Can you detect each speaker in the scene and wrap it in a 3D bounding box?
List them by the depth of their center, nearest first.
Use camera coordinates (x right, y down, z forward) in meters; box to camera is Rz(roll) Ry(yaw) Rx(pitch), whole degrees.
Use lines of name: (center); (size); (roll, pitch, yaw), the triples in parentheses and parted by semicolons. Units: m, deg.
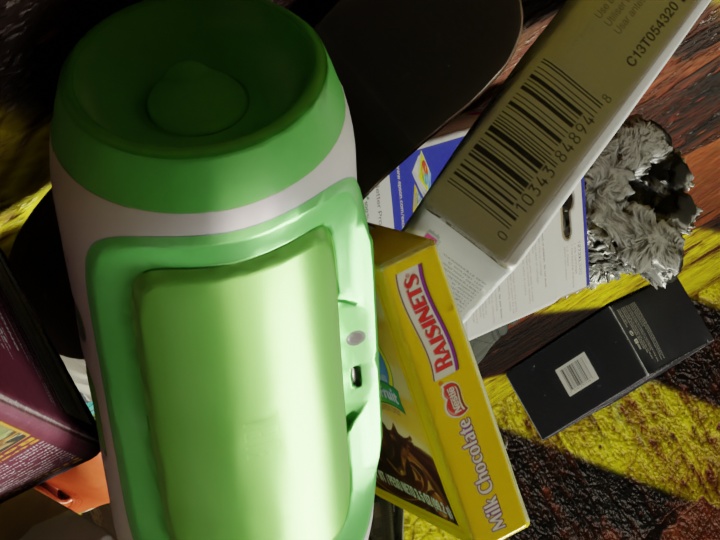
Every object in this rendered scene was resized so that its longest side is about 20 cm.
speaker: (-0.040, 0.020, 0.615); (0.088, 0.088, 0.201); (-26, 137, -23)

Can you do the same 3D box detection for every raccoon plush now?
raccoon plush: (0.096, -0.037, 1.194); (0.198, 0.098, 0.134); (11, 164, -31)

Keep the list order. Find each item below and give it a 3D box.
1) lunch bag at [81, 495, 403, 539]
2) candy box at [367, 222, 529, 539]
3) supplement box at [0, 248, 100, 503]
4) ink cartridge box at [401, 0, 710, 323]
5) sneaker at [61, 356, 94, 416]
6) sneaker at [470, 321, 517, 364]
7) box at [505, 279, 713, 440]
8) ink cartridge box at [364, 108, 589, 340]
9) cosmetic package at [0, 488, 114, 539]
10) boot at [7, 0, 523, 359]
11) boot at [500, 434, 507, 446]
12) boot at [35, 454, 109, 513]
lunch bag: (-0.059, 0.128, 1.095); (0.117, 0.201, 0.164); (-24, 169, -31)
candy box: (-0.009, 0.028, 0.742); (0.026, 0.103, 0.200); (-23, -164, -20)
supplement box: (-0.152, 0.033, 0.586); (0.110, 0.086, 0.200); (-29, 172, -3)
ink cartridge box: (0.067, -0.054, 0.768); (0.197, 0.043, 0.200); (-53, 180, -21)
sneaker: (-0.114, 0.027, 0.822); (0.079, 0.078, 0.200); (-12, 169, 8)
sneaker: (0.049, 0.013, 1.302); (0.099, 0.071, 0.200); (-49, 159, 1)
box: (0.325, 0.113, 2.720); (0.200, 0.105, 0.181); (-36, 169, 38)
ink cartridge box: (0.039, -0.018, 0.934); (0.037, 0.096, 0.199); (4, -166, 38)
cosmetic package: (-0.162, 0.117, 0.729); (0.105, 0.072, 0.199); (-35, -150, -27)
boot: (-0.028, -0.037, 0.695); (0.199, 0.074, 0.075); (-34, -179, 10)
boot: (0.025, 0.077, 1.225); (0.173, 0.070, 0.199); (28, 149, -36)
boot: (-0.162, 0.094, 0.992); (0.106, 0.076, 0.200); (-21, 170, -24)
